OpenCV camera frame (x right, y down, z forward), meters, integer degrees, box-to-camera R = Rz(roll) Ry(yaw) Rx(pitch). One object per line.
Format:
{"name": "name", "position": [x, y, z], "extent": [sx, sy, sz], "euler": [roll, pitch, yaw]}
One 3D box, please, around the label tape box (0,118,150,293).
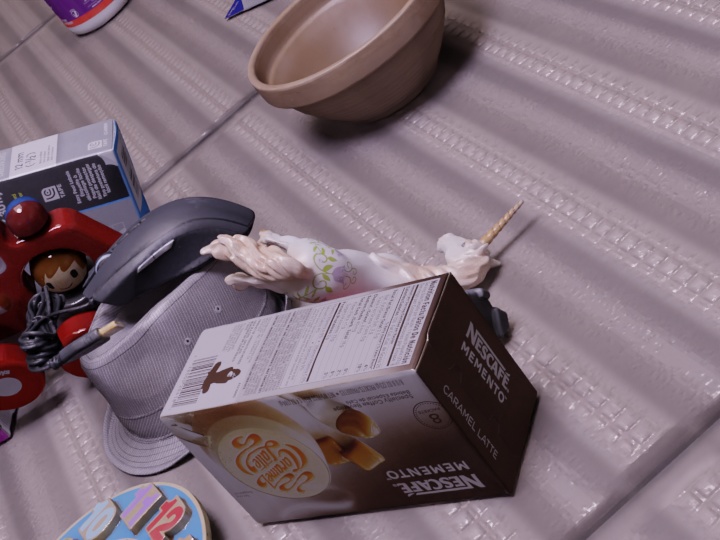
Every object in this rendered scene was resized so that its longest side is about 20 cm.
{"name": "label tape box", "position": [-0.294, -0.038, 1.235], "extent": [0.200, 0.143, 0.066], "euler": [-17, 35, -1]}

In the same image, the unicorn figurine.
{"name": "unicorn figurine", "position": [0.000, 0.000, 0.959], "extent": [0.200, 0.074, 0.137], "euler": [-12, 9, -39]}

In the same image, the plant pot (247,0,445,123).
{"name": "plant pot", "position": [0.004, -0.199, 1.236], "extent": [0.201, 0.093, 0.201], "euler": [-27, 32, 18]}

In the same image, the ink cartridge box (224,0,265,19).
{"name": "ink cartridge box", "position": [-0.080, -0.367, 1.615], "extent": [0.200, 0.037, 0.095], "euler": [-19, 35, 34]}

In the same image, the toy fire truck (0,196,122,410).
{"name": "toy fire truck", "position": [-0.285, 0.015, 1.147], "extent": [0.200, 0.168, 0.112], "euler": [-21, 50, 4]}

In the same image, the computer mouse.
{"name": "computer mouse", "position": [-0.173, 0.001, 1.016], "extent": [0.200, 0.046, 0.140], "euler": [-26, 23, 4]}

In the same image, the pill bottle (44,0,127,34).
{"name": "pill bottle", "position": [-0.420, -0.437, 1.913], "extent": [0.112, 0.200, 0.113], "euler": [-28, 31, 19]}

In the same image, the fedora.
{"name": "fedora", "position": [-0.149, 0.052, 1.063], "extent": [0.200, 0.090, 0.177], "euler": [-45, 30, -11]}

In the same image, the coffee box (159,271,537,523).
{"name": "coffee box", "position": [-0.008, 0.084, 0.844], "extent": [0.200, 0.114, 0.080], "euler": [-13, 38, 35]}

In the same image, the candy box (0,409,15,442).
{"name": "candy box", "position": [-0.385, 0.105, 1.279], "extent": [0.136, 0.061, 0.200], "euler": [-30, 30, 13]}

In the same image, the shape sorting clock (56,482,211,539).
{"name": "shape sorting clock", "position": [-0.179, 0.226, 0.913], "extent": [0.200, 0.039, 0.200], "euler": [-28, 31, 19]}

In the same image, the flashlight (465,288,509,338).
{"name": "flashlight", "position": [-0.004, 0.055, 0.925], "extent": [0.200, 0.068, 0.068], "euler": [-15, 41, 36]}
